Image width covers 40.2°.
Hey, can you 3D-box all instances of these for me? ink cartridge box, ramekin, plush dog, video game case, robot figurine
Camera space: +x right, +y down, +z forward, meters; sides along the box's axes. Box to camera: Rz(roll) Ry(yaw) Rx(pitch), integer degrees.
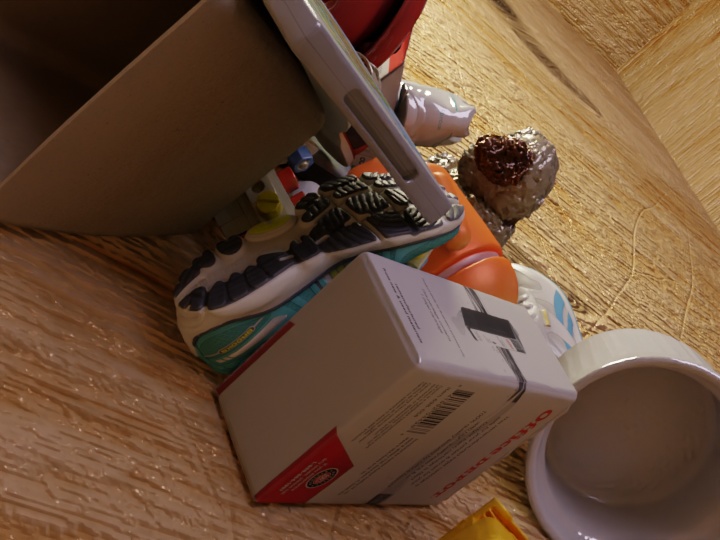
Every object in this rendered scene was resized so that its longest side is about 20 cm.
[{"bbox_3d":[0.020,-0.210,0.991,0.049,0.203,0.162,10,32,-3],"label":"ink cartridge box"},{"bbox_3d":[0.238,0.150,0.852,0.200,0.200,0.098,45,17,-10],"label":"ramekin"},{"bbox_3d":[0.029,0.081,0.642,0.198,0.144,0.085,18,38,-50],"label":"ink cartridge box"},{"bbox_3d":[0.128,-0.074,1.000,0.161,0.171,0.200,52,23,6],"label":"plush dog"},{"bbox_3d":[-0.026,-0.143,0.587,0.182,0.022,0.202,46,13,-53],"label":"video game case"},{"bbox_3d":[0.058,-0.009,0.839,0.116,0.144,0.202,-1,52,-51],"label":"robot figurine"}]

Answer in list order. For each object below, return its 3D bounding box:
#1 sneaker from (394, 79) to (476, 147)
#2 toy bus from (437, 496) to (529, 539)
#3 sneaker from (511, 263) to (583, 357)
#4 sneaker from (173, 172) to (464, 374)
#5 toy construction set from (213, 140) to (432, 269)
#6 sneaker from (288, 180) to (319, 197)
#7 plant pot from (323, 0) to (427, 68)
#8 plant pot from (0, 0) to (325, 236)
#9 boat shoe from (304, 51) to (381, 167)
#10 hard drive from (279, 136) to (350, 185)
[{"bbox_3d":[0.069,-0.154,1.012,0.078,0.072,0.200,8,12,-4],"label":"sneaker"},{"bbox_3d":[0.095,0.240,0.576,0.201,0.135,0.192,50,8,-3],"label":"toy bus"},{"bbox_3d":[0.181,0.069,1.009,0.080,0.076,0.202,18,37,-45],"label":"sneaker"},{"bbox_3d":[-0.024,-0.001,0.633,0.078,0.197,0.081,53,-16,47],"label":"sneaker"},{"bbox_3d":[-0.045,-0.050,0.727,0.201,0.130,0.093,58,-7,35],"label":"toy construction set"},{"bbox_3d":[0.000,0.000,0.780,0.076,0.080,0.202,22,35,-54],"label":"sneaker"},{"bbox_3d":[-0.045,-0.274,0.864,0.181,0.200,0.202,28,31,-32],"label":"plant pot"},{"bbox_3d":[-0.138,-0.136,0.631,0.176,0.199,0.202,31,28,-55],"label":"plant pot"},{"bbox_3d":[-0.012,-0.147,0.815,0.071,0.063,0.200,45,-6,12],"label":"boat shoe"},{"bbox_3d":[-0.096,-0.161,0.910,0.199,0.033,0.141,30,31,-38],"label":"hard drive"}]
